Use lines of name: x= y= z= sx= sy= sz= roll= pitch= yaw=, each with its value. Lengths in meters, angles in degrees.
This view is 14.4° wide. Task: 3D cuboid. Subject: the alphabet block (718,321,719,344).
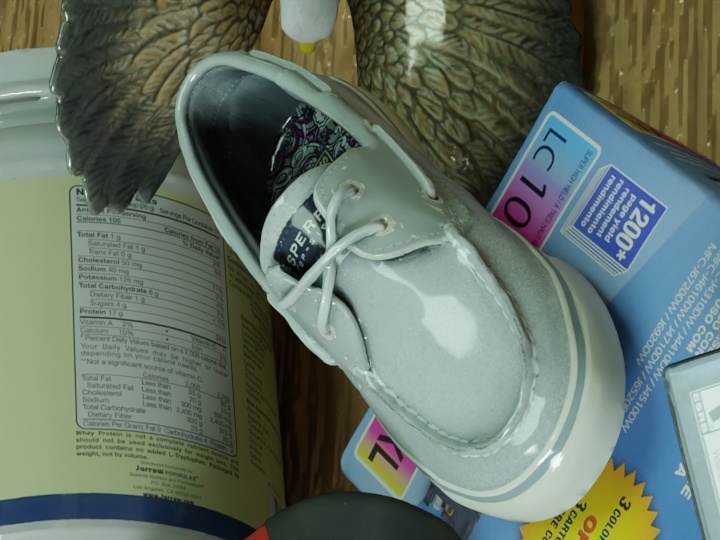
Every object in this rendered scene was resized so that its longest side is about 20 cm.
alphabet block: x=0.214 y=-0.007 z=0.498 sx=0.196 sy=0.200 sz=0.196 roll=37 pitch=102 yaw=27

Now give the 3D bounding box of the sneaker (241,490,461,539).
sneaker: x=-0.044 y=0.143 z=0.797 sx=0.201 sy=0.067 sz=0.109 roll=-37 pitch=33 yaw=51

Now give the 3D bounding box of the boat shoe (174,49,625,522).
boat shoe: x=0.000 y=-0.001 z=0.784 sx=0.070 sy=0.071 sz=0.201 roll=-58 pitch=37 yaw=14

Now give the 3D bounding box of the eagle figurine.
eagle figurine: x=-0.012 y=-0.109 z=0.928 sx=0.151 sy=0.151 sz=0.201 roll=-18 pitch=46 yaw=19

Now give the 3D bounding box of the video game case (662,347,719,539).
video game case: x=0.174 y=0.062 z=0.638 sx=0.199 sy=0.019 sz=0.144 roll=-20 pitch=75 yaw=26

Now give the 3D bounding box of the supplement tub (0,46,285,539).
supplement tub: x=-0.099 y=0.043 z=0.945 sx=0.145 sy=0.144 sz=0.201 roll=-32 pitch=51 yaw=37

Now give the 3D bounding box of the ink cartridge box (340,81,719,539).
ink cartridge box: x=0.095 y=0.055 z=0.763 sx=0.200 sy=0.076 sz=0.137 roll=42 pitch=106 yaw=49
